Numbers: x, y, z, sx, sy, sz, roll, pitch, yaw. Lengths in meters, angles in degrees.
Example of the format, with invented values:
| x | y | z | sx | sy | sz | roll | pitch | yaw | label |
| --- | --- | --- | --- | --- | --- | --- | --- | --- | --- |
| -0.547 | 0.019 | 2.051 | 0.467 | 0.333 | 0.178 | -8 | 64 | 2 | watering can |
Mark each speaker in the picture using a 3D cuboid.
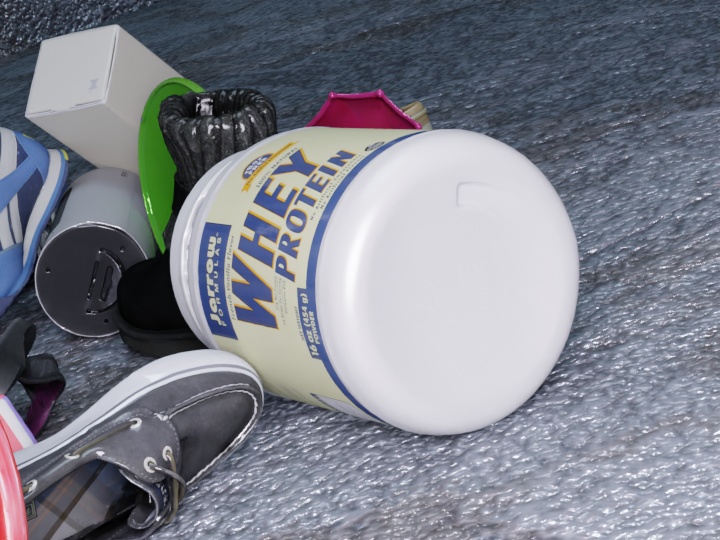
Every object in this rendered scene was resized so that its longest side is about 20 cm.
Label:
| x | y | z | sx | sy | sz | roll | pitch | yaw | label |
| --- | --- | --- | --- | --- | --- | --- | --- | --- | --- |
| -0.184 | -0.016 | 1.382 | 0.081 | 0.082 | 0.200 | -16 | 15 | 0 | speaker |

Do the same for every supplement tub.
| x | y | z | sx | sy | sz | roll | pitch | yaw | label |
| --- | --- | --- | --- | --- | --- | --- | --- | --- | --- |
| 0.000 | 0.000 | 0.985 | 0.144 | 0.146 | 0.199 | -24 | 16 | -28 | supplement tub |

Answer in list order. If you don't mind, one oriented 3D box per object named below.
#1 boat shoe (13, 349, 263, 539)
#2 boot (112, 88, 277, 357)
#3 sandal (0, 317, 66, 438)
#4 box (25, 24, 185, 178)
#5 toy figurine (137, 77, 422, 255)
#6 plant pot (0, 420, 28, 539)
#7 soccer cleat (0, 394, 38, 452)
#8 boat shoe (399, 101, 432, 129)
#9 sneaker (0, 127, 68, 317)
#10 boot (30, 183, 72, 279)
| x | y | z | sx | sy | sz | roll | pitch | yaw | label |
| --- | --- | --- | --- | --- | --- | --- | --- | --- | --- |
| -0.117 | 0.101 | 0.910 | 0.199 | 0.070 | 0.066 | -22 | 33 | -33 | boat shoe |
| -0.101 | -0.032 | 1.186 | 0.079 | 0.159 | 0.210 | -26 | 17 | -33 | boot |
| -0.198 | 0.077 | 1.095 | 0.076 | 0.048 | 0.200 | -61 | 7 | 3 | sandal |
| -0.160 | -0.106 | 1.482 | 0.082 | 0.069 | 0.200 | -6 | -27 | 30 | box |
| -0.027 | -0.062 | 1.332 | 0.183 | 0.151 | 0.200 | -14 | 33 | -30 | toy figurine |
| -0.259 | 0.110 | 0.753 | 0.182 | 0.202 | 0.200 | -7 | 17 | 42 | plant pot |
| -0.245 | 0.108 | 0.992 | 0.199 | 0.074 | 0.068 | -9 | 16 | 26 | soccer cleat |
| -0.037 | -0.073 | 1.462 | 0.198 | 0.063 | 0.073 | -16 | 15 | 2 | boat shoe |
| -0.275 | -0.024 | 1.386 | 0.074 | 0.082 | 0.201 | -35 | 32 | 39 | sneaker |
| -0.259 | -0.033 | 1.536 | 0.090 | 0.073 | 0.200 | -20 | 13 | 7 | boot |
